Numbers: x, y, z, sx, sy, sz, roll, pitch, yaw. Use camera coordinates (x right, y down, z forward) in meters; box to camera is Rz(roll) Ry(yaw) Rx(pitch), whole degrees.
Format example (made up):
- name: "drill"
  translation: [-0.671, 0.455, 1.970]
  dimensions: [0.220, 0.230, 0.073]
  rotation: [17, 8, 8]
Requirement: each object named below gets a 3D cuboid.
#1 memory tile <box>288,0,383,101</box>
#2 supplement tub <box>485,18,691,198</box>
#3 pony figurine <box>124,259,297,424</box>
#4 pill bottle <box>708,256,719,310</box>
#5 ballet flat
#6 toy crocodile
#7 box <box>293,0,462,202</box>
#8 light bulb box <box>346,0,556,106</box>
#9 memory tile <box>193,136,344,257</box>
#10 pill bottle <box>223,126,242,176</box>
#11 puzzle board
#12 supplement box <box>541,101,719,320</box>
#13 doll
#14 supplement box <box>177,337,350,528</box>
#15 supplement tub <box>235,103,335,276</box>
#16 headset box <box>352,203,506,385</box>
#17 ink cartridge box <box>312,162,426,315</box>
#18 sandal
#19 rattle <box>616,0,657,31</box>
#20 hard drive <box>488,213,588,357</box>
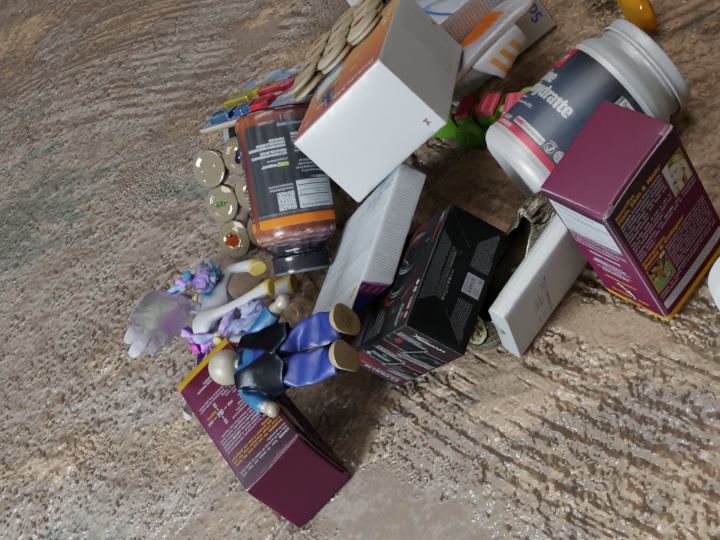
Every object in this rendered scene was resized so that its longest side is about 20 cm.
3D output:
- name: "memory tile"
  translation: [-0.026, -0.290, 1.500]
  dimensions: [0.153, 0.017, 0.201]
  rotation: [-42, 17, 23]
- name: "supplement tub"
  translation: [0.251, -0.165, 1.338]
  dimensions: [0.200, 0.140, 0.141]
  rotation: [-43, 43, 2]
- name: "pony figurine"
  translation: [-0.191, 0.067, 1.510]
  dimensions: [0.198, 0.168, 0.194]
  rotation: [-13, 35, 18]
- name: "pill bottle"
  translation: [0.391, 0.068, 1.074]
  dimensions: [0.116, 0.116, 0.201]
  rotation: [-29, 44, 16]
- name: "ballet flat"
  translation: [0.157, 0.002, 1.293]
  dimensions: [0.067, 0.046, 0.201]
  rotation: [45, 121, 32]
- name: "toy crocodile"
  translation: [0.170, -0.193, 1.478]
  dimensions: [0.198, 0.062, 0.068]
  rotation: [2, 60, 37]
- name: "box"
  translation: [0.024, -0.206, 1.404]
  dimensions: [0.152, 0.106, 0.201]
  rotation: [-40, 19, 30]
- name: "light bulb box"
  translation: [0.114, -0.344, 1.589]
  dimensions: [0.199, 0.125, 0.199]
  rotation: [-38, 43, 8]
- name: "memory tile"
  translation: [-0.123, -0.109, 1.589]
  dimensions: [0.198, 0.017, 0.155]
  rotation: [-16, 93, 29]
- name: "pill bottle"
  translation: [-0.077, -0.196, 1.630]
  dimensions: [0.198, 0.114, 0.115]
  rotation: [-14, 51, 28]
- name: "puzzle board"
  translation: [-0.104, -0.242, 1.589]
  dimensions: [0.198, 0.018, 0.151]
  rotation: [-10, 30, 34]
- name: "supplement box"
  translation: [0.272, -0.055, 1.182]
  dimensions: [0.085, 0.200, 0.111]
  rotation: [30, 79, 43]
- name: "doll"
  translation: [-0.087, 0.088, 1.303]
  dimensions: [0.199, 0.048, 0.138]
  rotation: [-18, 61, 37]
- name: "supplement box"
  translation: [-0.112, 0.183, 1.373]
  dimensions: [0.086, 0.110, 0.200]
  rotation: [-45, 43, 0]
- name: "supplement tub"
  translation: [-0.089, -0.097, 1.488]
  dimensions: [0.106, 0.107, 0.203]
  rotation: [-9, 90, 32]
- name: "headset box"
  translation: [0.066, 0.034, 1.322]
  dimensions: [0.150, 0.074, 0.200]
  rotation: [-68, 12, -22]
- name: "ink cartridge box"
  translation: [0.000, 0.000, 1.404]
  dimensions: [0.196, 0.043, 0.202]
  rotation: [-42, 27, 63]
- name: "sandal"
  translation: [0.145, -0.250, 1.477]
  dimensions: [0.207, 0.059, 0.079]
  rotation: [-46, 19, 10]
- name: "rattle"
  translation: [0.358, -0.403, 1.493]
  dimensions: [0.142, 0.131, 0.199]
  rotation: [27, 50, 34]
- name: "hard drive"
  translation: [0.209, -0.013, 1.264]
  dimensions: [0.026, 0.132, 0.201]
  rotation: [32, 80, 23]
